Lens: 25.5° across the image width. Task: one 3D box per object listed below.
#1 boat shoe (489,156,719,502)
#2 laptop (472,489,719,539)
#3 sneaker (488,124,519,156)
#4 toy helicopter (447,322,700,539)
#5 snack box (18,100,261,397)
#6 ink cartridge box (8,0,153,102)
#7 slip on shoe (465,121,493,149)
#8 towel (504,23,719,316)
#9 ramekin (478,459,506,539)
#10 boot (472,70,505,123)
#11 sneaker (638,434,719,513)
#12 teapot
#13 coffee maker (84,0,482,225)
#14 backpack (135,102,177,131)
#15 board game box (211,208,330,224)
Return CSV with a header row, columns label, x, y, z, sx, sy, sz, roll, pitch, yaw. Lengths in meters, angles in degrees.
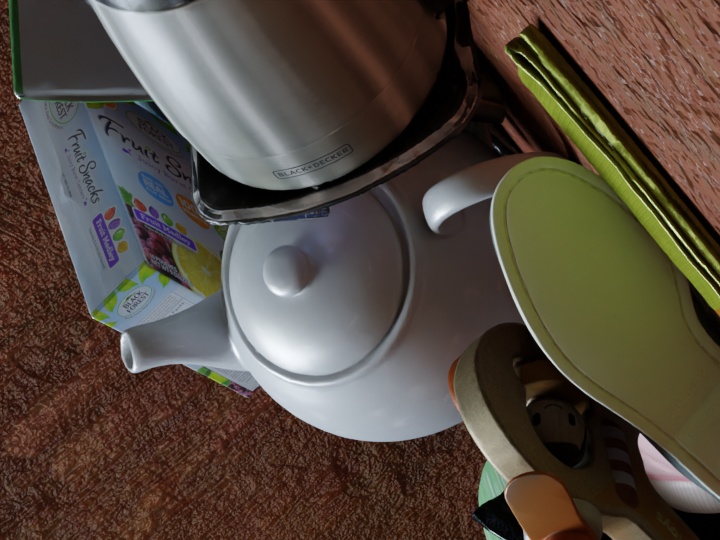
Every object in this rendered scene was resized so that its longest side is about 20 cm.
label,x,y,z,sx,sy,sz,roll,pitch,yaw
boat shoe,0.121,0.028,0.703,0.200,0.073,0.062,46,180,-16
laptop,0.189,0.168,0.877,0.177,0.199,0.104,29,131,38
sneaker,0.088,-0.033,1.039,0.200,0.078,0.082,48,178,-26
toy helicopter,0.117,0.109,0.728,0.200,0.079,0.132,46,-150,-8
snack box,-0.128,-0.029,1.002,0.142,0.053,0.201,35,-159,-45
ink cartridge box,-0.130,-0.171,0.847,0.200,0.082,0.148,-95,3,-80
slip on shoe,0.021,-0.120,0.966,0.201,0.074,0.061,57,-170,12
towel,0.123,-0.006,0.612,0.201,0.018,0.086,52,-178,8
ramekin,0.176,0.166,1.091,0.200,0.199,0.098,49,-170,-35
boot,0.007,-0.135,0.880,0.199,0.076,0.073,29,-172,39
sneaker,0.157,0.068,0.867,0.105,0.075,0.200,56,177,-21
teapot,0.000,0.000,0.857,0.196,0.202,0.146,27,-170,27
coffee maker,-0.063,-0.139,0.478,0.193,0.134,0.200,54,-177,39
backpack,-0.094,-0.178,1.142,0.146,0.184,0.200,24,173,40
board game box,-0.054,-0.163,0.768,0.201,0.061,0.201,-98,5,-49
